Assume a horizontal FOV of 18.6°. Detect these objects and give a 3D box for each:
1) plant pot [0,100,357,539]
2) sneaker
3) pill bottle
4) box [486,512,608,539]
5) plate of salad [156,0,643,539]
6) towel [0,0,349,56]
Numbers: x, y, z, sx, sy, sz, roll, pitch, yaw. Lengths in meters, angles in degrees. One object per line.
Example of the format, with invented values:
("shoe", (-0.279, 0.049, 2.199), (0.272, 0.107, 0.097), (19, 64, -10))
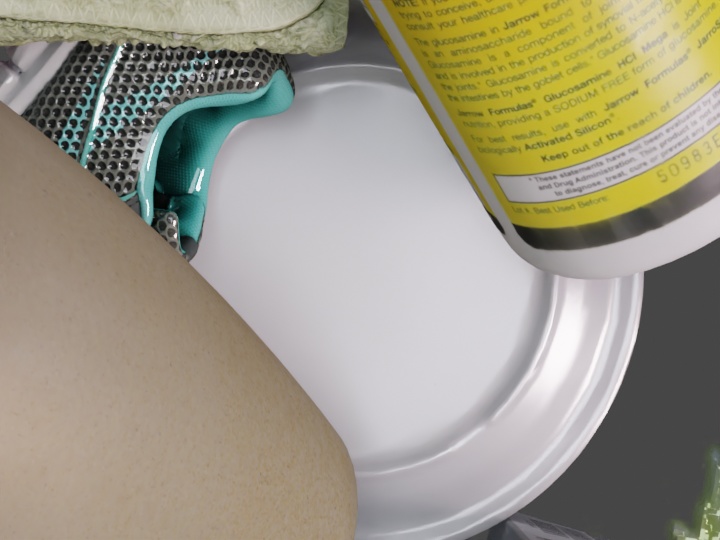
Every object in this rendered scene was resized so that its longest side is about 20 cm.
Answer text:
("plant pot", (-0.103, 0.053, 0.664), (0.200, 0.187, 0.188), (29, 86, -38))
("sneaker", (-0.098, -0.021, 0.738), (0.091, 0.078, 0.200), (41, 105, 18))
("pill bottle", (0.051, -0.105, 0.657), (0.112, 0.112, 0.200), (-35, 120, -3))
("box", (0.142, 0.128, 0.725), (0.199, 0.156, 0.041), (14, 89, -2))
("plate of salad", (0.000, 0.000, 0.774), (0.199, 0.048, 0.201), (0, 88, 8))
("towel", (-0.097, -0.141, 0.685), (0.199, 0.036, 0.149), (0, 88, -3))
